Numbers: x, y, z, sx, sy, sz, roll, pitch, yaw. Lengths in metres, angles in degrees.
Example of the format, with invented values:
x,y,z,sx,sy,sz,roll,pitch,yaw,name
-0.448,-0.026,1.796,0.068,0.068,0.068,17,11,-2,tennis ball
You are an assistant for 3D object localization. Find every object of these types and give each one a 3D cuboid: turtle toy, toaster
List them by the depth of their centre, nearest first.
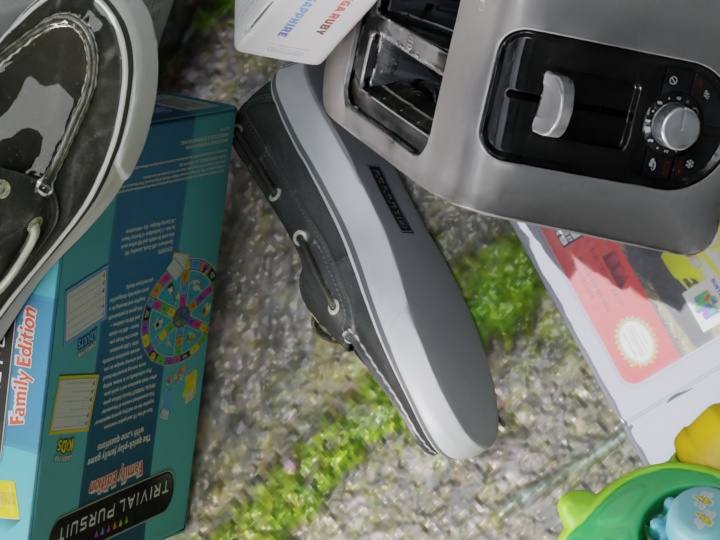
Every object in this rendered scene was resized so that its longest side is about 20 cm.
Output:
x,y,z,sx,sy,sz,roll,pitch,yaw,name
0.076,-0.123,0.953,0.118,0.200,0.182,9,104,-22,toaster
0.154,0.160,0.977,0.200,0.101,0.146,42,104,-1,turtle toy

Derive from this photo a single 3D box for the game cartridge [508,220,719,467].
x,y,z,sx,sy,sz,roll,pitch,yaw,name
0.142,-0.016,1.044,0.133,0.041,0.201,-31,75,10,game cartridge

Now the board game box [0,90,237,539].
x,y,z,sx,sy,sz,roll,pitch,yaw,name
-0.117,0.029,1.048,0.047,0.151,0.202,13,102,21,board game box

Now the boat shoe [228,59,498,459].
x,y,z,sx,sy,sz,roll,pitch,yaw,name
0.000,0.000,1.081,0.056,0.068,0.201,-32,69,22,boat shoe

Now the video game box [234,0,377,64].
x,y,z,sx,sy,sz,roll,pitch,yaw,name
0.002,-0.210,0.949,0.046,0.182,0.202,8,66,-20,video game box

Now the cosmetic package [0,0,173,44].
x,y,z,sx,sy,sz,roll,pitch,yaw,name
-0.207,-0.083,1.072,0.164,0.165,0.201,33,119,18,cosmetic package

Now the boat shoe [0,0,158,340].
x,y,z,sx,sy,sz,roll,pitch,yaw,name
-0.145,-0.025,0.934,0.071,0.064,0.201,37,110,15,boat shoe
